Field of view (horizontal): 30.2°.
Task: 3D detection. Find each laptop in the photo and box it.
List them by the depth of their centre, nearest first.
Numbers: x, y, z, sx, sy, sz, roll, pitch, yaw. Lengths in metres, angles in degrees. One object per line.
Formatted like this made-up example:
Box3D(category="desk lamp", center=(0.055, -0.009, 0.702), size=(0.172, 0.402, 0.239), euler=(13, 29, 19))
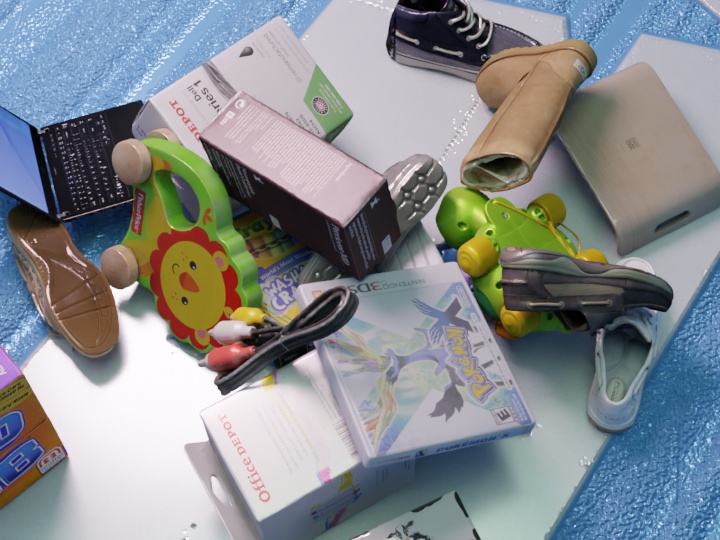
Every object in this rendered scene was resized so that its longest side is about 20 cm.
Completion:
Box3D(category="laptop", center=(-0.330, -0.149, 1.483), size=(0.197, 0.104, 0.178), euler=(-17, 46, -9))

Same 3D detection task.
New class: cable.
Box3D(category="cable", center=(-0.087, 0.061, 1.264), size=(0.050, 0.199, 0.098), euler=(44, 53, -19))

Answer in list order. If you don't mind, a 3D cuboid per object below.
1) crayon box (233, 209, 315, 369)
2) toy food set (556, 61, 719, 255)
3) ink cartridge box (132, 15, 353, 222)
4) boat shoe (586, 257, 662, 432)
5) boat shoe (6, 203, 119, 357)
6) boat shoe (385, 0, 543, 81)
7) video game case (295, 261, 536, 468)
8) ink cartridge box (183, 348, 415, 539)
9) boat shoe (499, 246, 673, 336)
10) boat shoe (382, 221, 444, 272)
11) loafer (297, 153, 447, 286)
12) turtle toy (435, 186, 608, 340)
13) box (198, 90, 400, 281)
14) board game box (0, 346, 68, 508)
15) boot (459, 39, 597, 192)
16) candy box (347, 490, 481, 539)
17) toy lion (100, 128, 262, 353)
Box3D(category="crayon box", center=(-0.078, -0.005, 1.452), size=(0.125, 0.052, 0.201), euler=(-26, 63, -13))
Box3D(category="toy food set", center=(0.303, -0.130, 1.516), size=(0.142, 0.061, 0.202), euler=(-24, 71, -13))
Box3D(category="ink cartridge box", center=(-0.130, -0.164, 1.480), size=(0.199, 0.084, 0.147), euler=(-39, 91, -29))
Box3D(category="boat shoe", center=(0.281, 0.066, 1.393), size=(0.070, 0.070, 0.202), euler=(9, 61, 7))
Box3D(category="boat shoe", center=(-0.322, 0.017, 1.447), size=(0.073, 0.063, 0.201), euler=(-19, 64, -29))
Box3D(category="boat shoe", center=(0.126, -0.280, 1.576), size=(0.197, 0.093, 0.076), euler=(7, 61, 6))
Box3D(category="video game case", center=(0.051, 0.085, 1.287), size=(0.180, 0.022, 0.202), euler=(-8, 55, -25))
Box3D(category="ink cartridge box", center=(-0.061, 0.179, 1.306), size=(0.198, 0.126, 0.129), euler=(-27, 63, -13))
Box3D(category="boat shoe", center=(0.220, 0.026, 1.330), size=(0.197, 0.074, 0.074), euler=(11, 90, -22))
Box3D(category="boat shoe", center=(0.056, -0.008, 1.437), size=(0.071, 0.071, 0.202), euler=(-16, 56, 7))
Box3D(category="loafer", center=(0.009, -0.043, 1.397), size=(0.200, 0.070, 0.070), euler=(-43, 112, -11))
Box3D(category="turtle toy", center=(0.158, -0.011, 1.414), size=(0.145, 0.101, 0.201), euler=(-29, 76, -30))
Box3D(category="box", center=(-0.060, -0.085, 1.329), size=(0.199, 0.101, 0.075), euler=(31, 68, 27))
Box3D(category="board game box", center=(-0.438, 0.136, 1.297), size=(0.199, 0.201, 0.200), euler=(-38, 67, -19))
Box3D(category="boot", center=(0.157, -0.166, 1.467), size=(0.066, 0.174, 0.201), euler=(48, 54, -21))
Box3D(category="candy box", center=(0.058, 0.335, 1.247), size=(0.166, 0.072, 0.201), euler=(-23, 63, -11))
Box3D(category="toy lion", center=(-0.179, -0.022, 1.392), size=(0.190, 0.202, 0.068), euler=(28, 32, 27))
